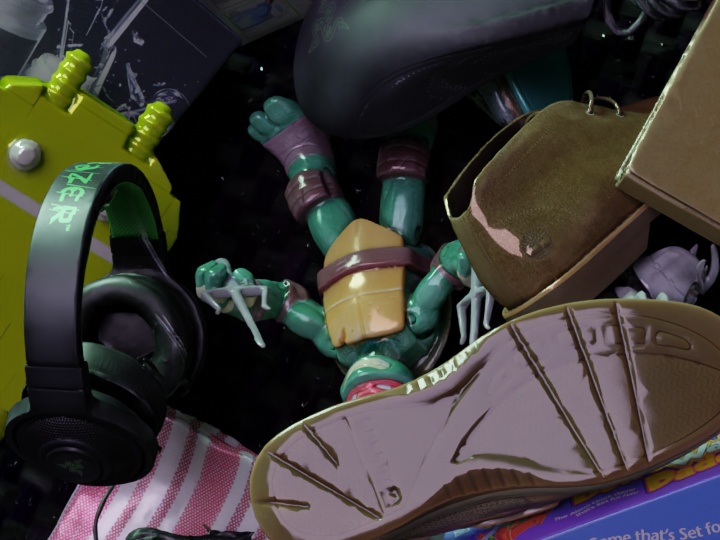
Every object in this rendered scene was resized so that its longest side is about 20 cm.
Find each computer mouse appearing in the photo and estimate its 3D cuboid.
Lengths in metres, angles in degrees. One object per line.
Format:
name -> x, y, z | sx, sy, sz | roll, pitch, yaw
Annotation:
computer mouse -> 0.047, -0.134, 0.918 | 0.199, 0.053, 0.139 | -29, 54, 13

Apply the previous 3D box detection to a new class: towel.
towel -> -0.068, 0.159, 0.959 | 0.199, 0.030, 0.147 | 26, 84, 26

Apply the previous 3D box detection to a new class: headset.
headset -> -0.097, 0.050, 0.896 | 0.093, 0.201, 0.124 | 3, 30, 12

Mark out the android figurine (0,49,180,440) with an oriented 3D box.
android figurine -> -0.164, -0.007, 0.952 | 0.200, 0.182, 0.041 | -54, 20, 3

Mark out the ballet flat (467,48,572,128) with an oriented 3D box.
ballet flat -> 0.055, -0.141, 1.000 | 0.074, 0.074, 0.201 | -14, 67, 16

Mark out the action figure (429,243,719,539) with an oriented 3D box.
action figure -> 0.092, 0.069, 0.880 | 0.069, 0.130, 0.200 | 36, 98, 2

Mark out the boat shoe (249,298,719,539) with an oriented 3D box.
boat shoe -> 0.056, 0.063, 0.802 | 0.199, 0.065, 0.072 | -16, 76, 7

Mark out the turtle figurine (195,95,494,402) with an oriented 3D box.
turtle figurine -> 0.000, 0.000, 0.948 | 0.149, 0.101, 0.201 | -11, 55, 8

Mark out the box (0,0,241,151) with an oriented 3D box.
box -> -0.196, -0.111, 0.995 | 0.182, 0.200, 0.104 | -52, 20, -2

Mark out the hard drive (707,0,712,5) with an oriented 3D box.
hard drive -> 0.220, -0.224, 0.974 | 0.200, 0.033, 0.140 | -35, 64, 6

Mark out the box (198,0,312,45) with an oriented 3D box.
box -> -0.064, -0.210, 0.983 | 0.101, 0.200, 0.113 | -22, 66, 12

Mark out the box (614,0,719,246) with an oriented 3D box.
box -> 0.231, -0.056, 0.862 | 0.199, 0.021, 0.164 | 30, 73, 1

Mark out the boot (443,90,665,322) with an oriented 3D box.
boot -> 0.115, -0.056, 0.892 | 0.076, 0.074, 0.200 | 51, 56, -3

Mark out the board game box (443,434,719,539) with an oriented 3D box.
board game box -> 0.148, 0.136, 0.806 | 0.199, 0.045, 0.135 | -21, 103, 13
